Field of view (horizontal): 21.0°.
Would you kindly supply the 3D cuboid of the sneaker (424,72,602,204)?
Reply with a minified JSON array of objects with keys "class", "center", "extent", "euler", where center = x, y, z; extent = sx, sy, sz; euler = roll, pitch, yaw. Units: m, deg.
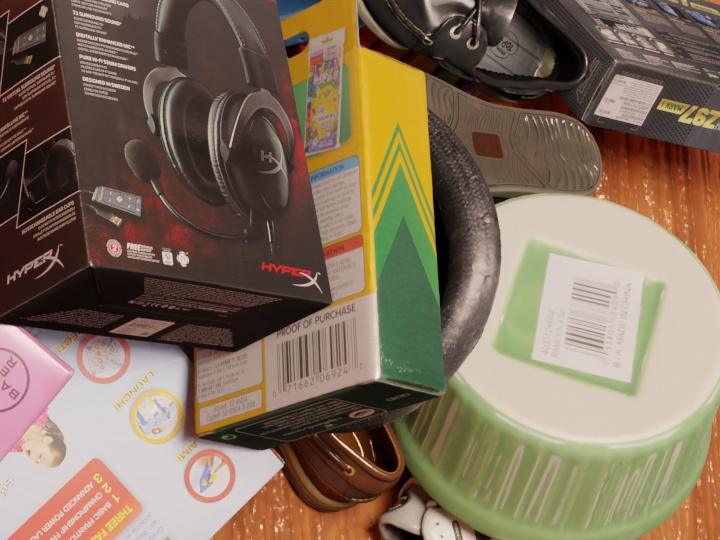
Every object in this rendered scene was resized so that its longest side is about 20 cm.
[{"class":"sneaker","center":[0.038,-0.057,1.164],"extent":[0.199,0.106,0.075],"euler":[12,63,-32]}]

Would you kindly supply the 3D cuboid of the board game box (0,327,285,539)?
[{"class":"board game box","center":[-0.175,0.092,0.971],"extent":[0.200,0.056,0.196],"euler":[-43,104,-14]}]

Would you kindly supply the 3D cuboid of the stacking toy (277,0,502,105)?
[{"class":"stacking toy","center":[0.039,-0.132,1.203],"extent":[0.200,0.116,0.110],"euler":[42,60,-32]}]

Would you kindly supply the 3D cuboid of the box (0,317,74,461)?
[{"class":"box","center":[-0.262,0.063,0.861],"extent":[0.176,0.097,0.200],"euler":[43,78,-12]}]

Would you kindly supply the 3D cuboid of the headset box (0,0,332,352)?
[{"class":"headset box","center":[-0.104,-0.073,0.899],"extent":[0.148,0.077,0.201],"euler":[11,62,-46]}]

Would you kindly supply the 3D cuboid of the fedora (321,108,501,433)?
[{"class":"fedora","center":[0.000,0.000,1.043],"extent":[0.092,0.200,0.202],"euler":[31,58,-56]}]

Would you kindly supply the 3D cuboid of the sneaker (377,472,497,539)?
[{"class":"sneaker","center":[0.057,0.136,1.146],"extent":[0.088,0.074,0.201],"euler":[24,64,-29]}]

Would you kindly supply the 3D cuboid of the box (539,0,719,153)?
[{"class":"box","center":[0.195,-0.139,1.278],"extent":[0.199,0.051,0.158],"euler":[9,31,-33]}]

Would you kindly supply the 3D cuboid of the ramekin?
[{"class":"ramekin","center":[0.116,0.051,1.118],"extent":[0.199,0.098,0.201],"euler":[5,54,-7]}]

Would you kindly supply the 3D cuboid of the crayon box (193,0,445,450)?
[{"class":"crayon box","center":[-0.025,-0.024,0.961],"extent":[0.051,0.125,0.201],"euler":[16,63,-44]}]

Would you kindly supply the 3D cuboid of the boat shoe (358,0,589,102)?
[{"class":"boat shoe","center":[0.068,-0.146,1.120],"extent":[0.199,0.066,0.075],"euler":[34,72,-49]}]

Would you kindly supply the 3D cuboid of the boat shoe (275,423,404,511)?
[{"class":"boat shoe","center":[-0.036,0.043,1.112],"extent":[0.072,0.067,0.201],"euler":[-34,97,-36]}]
